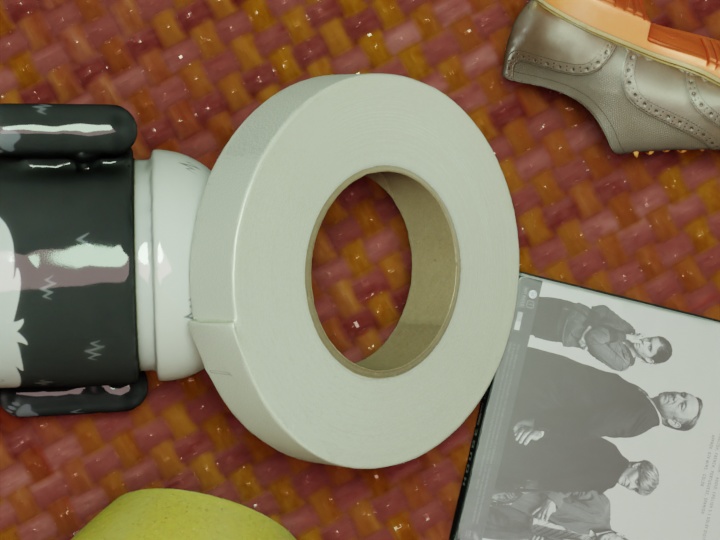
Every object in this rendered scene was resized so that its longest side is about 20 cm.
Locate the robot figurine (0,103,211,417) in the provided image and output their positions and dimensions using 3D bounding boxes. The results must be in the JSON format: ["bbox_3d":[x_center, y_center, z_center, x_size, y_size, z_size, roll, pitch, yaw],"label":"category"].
[{"bbox_3d":[-0.156,-0.003,1.248,0.200,0.150,0.125,-1,71,-4],"label":"robot figurine"}]

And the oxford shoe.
[{"bbox_3d":[0.171,-0.089,1.309,0.200,0.071,0.073,28,108,0],"label":"oxford shoe"}]

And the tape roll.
[{"bbox_3d":[0.000,0.000,1.245,0.203,0.037,0.203,-3,94,-43],"label":"tape roll"}]

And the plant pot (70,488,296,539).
[{"bbox_3d":[-0.093,0.194,1.233,0.200,0.200,0.142,17,63,-4],"label":"plant pot"}]

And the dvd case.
[{"bbox_3d":[0.162,0.096,1.321,0.200,0.025,0.151,14,89,-5],"label":"dvd case"}]
